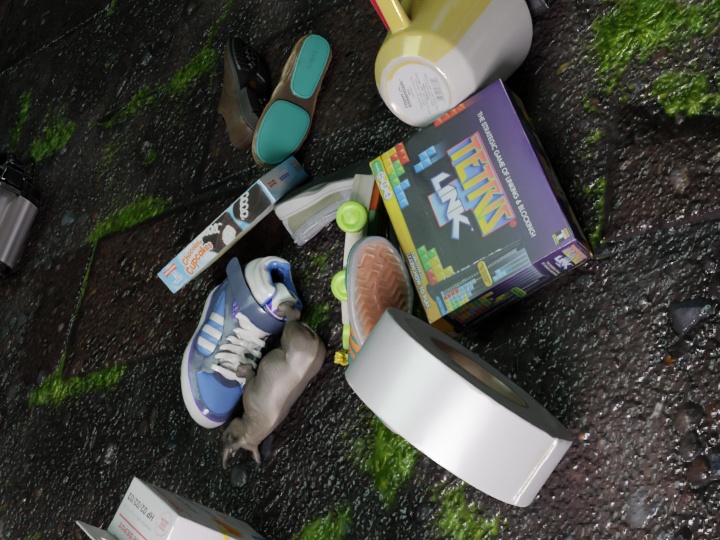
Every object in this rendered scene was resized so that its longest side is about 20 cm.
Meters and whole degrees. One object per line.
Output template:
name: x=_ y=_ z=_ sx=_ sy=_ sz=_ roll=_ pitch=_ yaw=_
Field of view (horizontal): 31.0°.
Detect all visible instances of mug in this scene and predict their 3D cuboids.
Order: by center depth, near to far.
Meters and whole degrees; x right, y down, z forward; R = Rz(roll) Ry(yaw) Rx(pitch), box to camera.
mug: x=0.072 y=-0.235 z=1.364 sx=0.154 sy=0.185 sz=0.150 roll=-56 pitch=-2 yaw=-43

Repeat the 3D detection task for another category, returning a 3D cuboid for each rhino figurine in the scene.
rhino figurine: x=-0.107 y=0.140 z=1.473 sx=0.201 sy=0.059 sz=0.087 roll=-58 pitch=37 yaw=7

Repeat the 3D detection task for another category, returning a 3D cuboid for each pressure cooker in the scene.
pressure cooker: x=-0.639 y=-0.108 z=2.204 sx=0.174 sy=0.179 sz=0.202 roll=19 pitch=78 yaw=15

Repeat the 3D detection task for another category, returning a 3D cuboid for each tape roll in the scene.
tape roll: x=0.086 y=0.117 z=1.132 sx=0.071 sy=0.201 sz=0.202 roll=-55 pitch=36 yaw=5

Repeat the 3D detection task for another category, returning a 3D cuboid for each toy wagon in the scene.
toy wagon: x=0.000 y=0.000 z=1.381 sx=0.155 sy=0.039 sz=0.203 roll=-23 pitch=-62 yaw=-81

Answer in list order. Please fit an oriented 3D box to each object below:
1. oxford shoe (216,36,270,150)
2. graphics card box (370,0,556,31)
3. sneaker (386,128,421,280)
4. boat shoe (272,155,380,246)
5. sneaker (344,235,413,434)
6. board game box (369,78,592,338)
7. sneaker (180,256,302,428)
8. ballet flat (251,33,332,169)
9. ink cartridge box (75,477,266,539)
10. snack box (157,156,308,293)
oxford shoe: x=-0.172 y=-0.249 z=1.810 sx=0.084 sy=0.072 sz=0.202 roll=-41 pitch=40 yaw=29
graphics card box: x=0.113 y=-0.312 z=1.455 sx=0.199 sy=0.126 sz=0.051 roll=-24 pitch=13 yaw=42
sneaker: x=0.098 y=-0.089 z=1.364 sx=0.115 sy=0.075 sz=0.203 roll=-13 pitch=54 yaw=48
boat shoe: x=-0.018 y=-0.081 z=1.519 sx=0.200 sy=0.065 sz=0.074 roll=-18 pitch=15 yaw=39
sneaker: x=0.013 y=0.062 z=1.299 sx=0.080 sy=0.071 sz=0.203 roll=17 pitch=120 yaw=63
board game box: x=0.114 y=-0.061 z=1.279 sx=0.164 sy=0.057 sz=0.202 roll=-32 pitch=58 yaw=19
sneaker: x=-0.134 y=0.074 z=1.532 sx=0.146 sy=0.080 sz=0.202 roll=-29 pitch=41 yaw=42
ballet flat: x=-0.095 y=-0.216 z=1.707 sx=0.072 sy=0.067 sz=0.202 roll=-25 pitch=44 yaw=68
ink cartridge box: x=-0.182 y=0.281 z=1.348 sx=0.115 sy=0.199 sz=0.068 roll=21 pitch=82 yaw=54
snack box: x=-0.161 y=-0.058 z=1.643 sx=0.200 sy=0.037 sz=0.116 roll=-40 pitch=3 yaw=27
